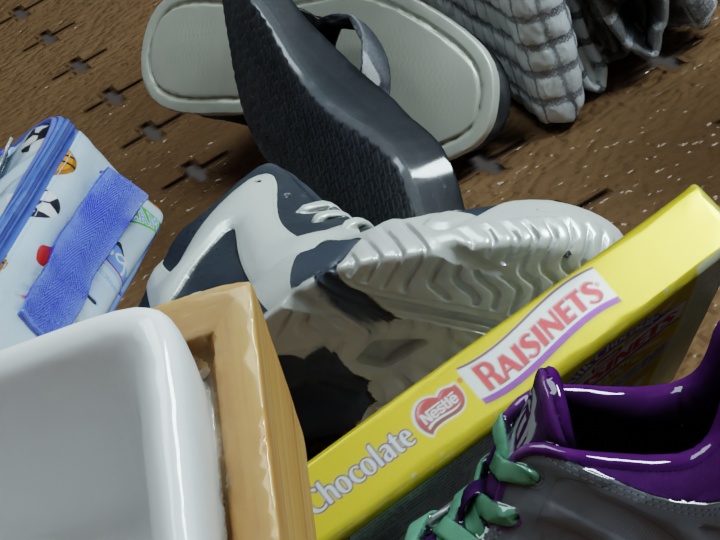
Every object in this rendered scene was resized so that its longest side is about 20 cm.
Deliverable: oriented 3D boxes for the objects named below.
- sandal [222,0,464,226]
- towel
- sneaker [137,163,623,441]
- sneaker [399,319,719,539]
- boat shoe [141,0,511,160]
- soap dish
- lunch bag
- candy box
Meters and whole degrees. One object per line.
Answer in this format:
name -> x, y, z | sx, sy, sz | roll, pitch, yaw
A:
sandal -> -0.004, -0.057, 0.944 | 0.043, 0.076, 0.200 | -19, 40, -18
towel -> 0.059, -0.169, 1.018 | 0.085, 0.167, 0.200 | -24, 22, -9
sneaker -> 0.000, 0.000, 0.825 | 0.198, 0.080, 0.130 | -27, 29, 26
sneaker -> 0.033, 0.070, 0.630 | 0.199, 0.088, 0.075 | -24, 23, 5
boat shoe -> -0.007, -0.080, 1.031 | 0.199, 0.075, 0.060 | 7, 2, 43
soap dish -> -0.074, 0.119, 0.550 | 0.156, 0.081, 0.201 | -19, 60, 21
lunch bag -> -0.148, 0.030, 0.873 | 0.160, 0.076, 0.200 | -40, 15, 26
candy box -> 0.016, 0.058, 0.682 | 0.199, 0.026, 0.102 | -34, -20, -18
